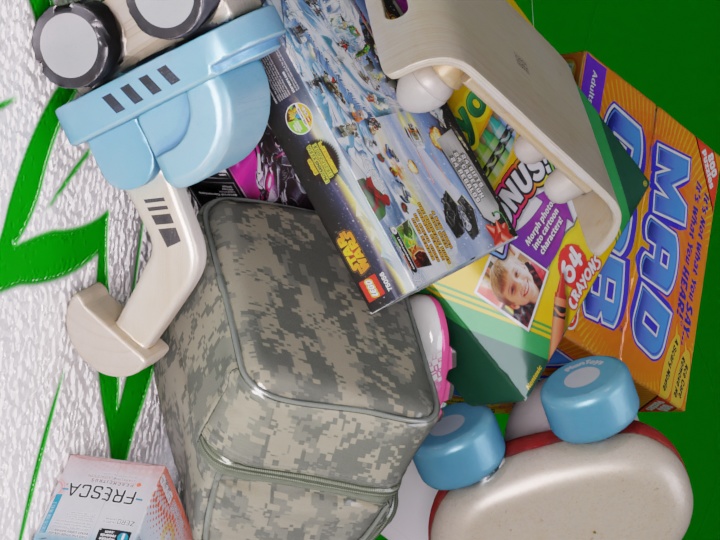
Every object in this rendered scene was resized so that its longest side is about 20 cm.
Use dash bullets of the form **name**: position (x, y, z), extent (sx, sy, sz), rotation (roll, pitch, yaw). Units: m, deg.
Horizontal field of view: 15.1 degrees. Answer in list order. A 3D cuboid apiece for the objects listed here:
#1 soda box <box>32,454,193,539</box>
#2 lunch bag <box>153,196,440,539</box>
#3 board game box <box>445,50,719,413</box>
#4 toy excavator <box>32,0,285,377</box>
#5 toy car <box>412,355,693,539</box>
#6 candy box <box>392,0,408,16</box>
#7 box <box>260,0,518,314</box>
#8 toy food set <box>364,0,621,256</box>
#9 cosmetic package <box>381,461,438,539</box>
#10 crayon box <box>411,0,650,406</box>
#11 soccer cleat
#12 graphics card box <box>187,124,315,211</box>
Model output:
- **soda box**: position (-0.129, 0.198, 1.602), extent (0.201, 0.063, 0.069), rotation (73, 29, -45)
- **lunch bag**: position (-0.052, 0.078, 1.598), extent (0.168, 0.138, 0.201), rotation (-62, -152, 32)
- **board game box**: position (0.117, -0.021, 1.968), extent (0.200, 0.199, 0.201), rotation (30, 64, -48)
- **toy excavator**: position (-0.110, -0.061, 1.515), extent (0.201, 0.194, 0.100), rotation (64, 23, -1)
- **toy car**: position (0.128, 0.134, 1.833), extent (0.200, 0.176, 0.185), rotation (-94, 164, -67)
- **candy box**: position (0.009, -0.217, 1.805), extent (0.137, 0.061, 0.200), rotation (57, 22, 1)
- **box**: position (0.004, -0.085, 1.601), extent (0.137, 0.040, 0.201), rotation (-24, 85, -57)
- **toy food set**: position (0.075, -0.109, 1.642), extent (0.200, 0.060, 0.144), rotation (40, 24, -35)
- **cosmetic package**: position (0.014, 0.128, 1.850), extent (0.083, 0.051, 0.200), rotation (-47, 129, 4)
- **crayon box**: position (0.083, -0.045, 1.743), extent (0.173, 0.058, 0.200), rotation (50, 53, -26)
- **soccer cleat**: position (-0.003, 0.087, 1.701), extent (0.200, 0.086, 0.070), rotation (116, -36, -51)
- **graphics card box**: position (-0.057, -0.086, 1.671), extent (0.126, 0.051, 0.201), rotation (-57, 135, -31)
